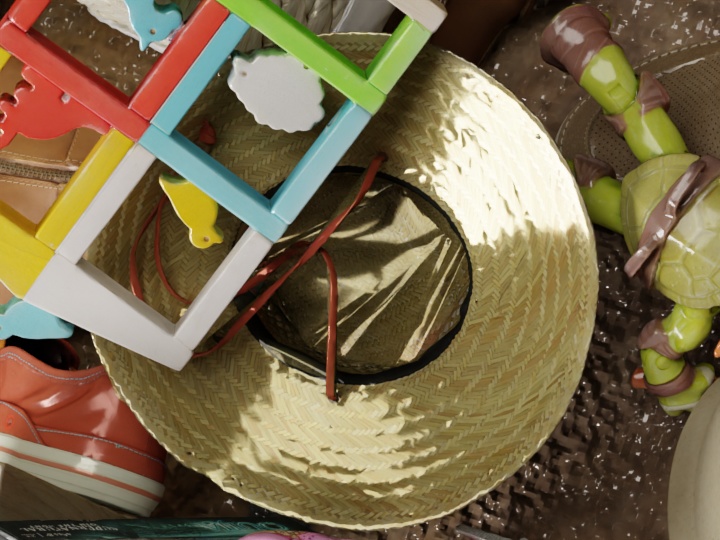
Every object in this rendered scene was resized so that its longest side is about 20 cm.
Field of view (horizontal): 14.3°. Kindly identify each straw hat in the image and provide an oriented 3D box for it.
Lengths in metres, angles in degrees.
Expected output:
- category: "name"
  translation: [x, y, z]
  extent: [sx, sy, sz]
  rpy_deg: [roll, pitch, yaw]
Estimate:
- category: "straw hat"
  translation: [0.000, 0.000, 1.117]
  extent: [0.200, 0.085, 0.203]
  rpy_deg: [1, 93, 12]

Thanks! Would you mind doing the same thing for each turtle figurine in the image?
- category: "turtle figurine"
  translation: [0.116, -0.015, 1.080]
  extent: [0.161, 0.064, 0.201]
  rpy_deg: [40, 123, 26]

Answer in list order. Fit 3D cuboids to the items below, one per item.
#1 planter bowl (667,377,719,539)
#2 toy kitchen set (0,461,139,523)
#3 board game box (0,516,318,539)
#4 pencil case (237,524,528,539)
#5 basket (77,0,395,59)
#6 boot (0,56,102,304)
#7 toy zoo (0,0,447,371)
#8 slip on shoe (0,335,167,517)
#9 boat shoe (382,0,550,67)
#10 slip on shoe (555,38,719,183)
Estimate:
- category: "planter bowl"
  translation: [0.193, 0.084, 0.996]
  extent: [0.134, 0.200, 0.202]
  rpy_deg: [-8, 67, 49]
- category: "toy kitchen set"
  translation: [-0.178, 0.187, 1.111]
  extent: [0.162, 0.180, 0.201]
  rpy_deg: [0, 74, 24]
- category: "board game box"
  translation: [-0.090, 0.191, 1.052]
  extent: [0.028, 0.135, 0.201]
  rpy_deg: [20, 104, 51]
- category: "pencil case"
  translation: [0.009, 0.136, 1.035]
  extent: [0.082, 0.200, 0.087]
  rpy_deg: [-13, 80, 24]
- category: "basket"
  translation: [-0.071, -0.196, 1.160]
  extent: [0.200, 0.160, 0.199]
  rpy_deg: [27, 90, 57]
- category: "boot"
  translation: [-0.135, -0.066, 1.239]
  extent: [0.154, 0.077, 0.201]
  rpy_deg: [-1, 60, 14]
- category: "toy zoo"
  translation: [-0.078, -0.055, 1.056]
  extent: [0.131, 0.020, 0.200]
  rpy_deg: [36, 101, -12]
- category: "slip on shoe"
  translation: [-0.143, 0.052, 1.180]
  extent: [0.199, 0.074, 0.062]
  rpy_deg: [12, 81, 50]
- category: "boat shoe"
  translation: [0.057, -0.137, 1.178]
  extent: [0.068, 0.072, 0.201]
  rpy_deg: [19, 86, 22]
- category: "slip on shoe"
  translation: [0.166, -0.062, 1.113]
  extent: [0.199, 0.061, 0.077]
  rpy_deg: [-3, 72, 22]
